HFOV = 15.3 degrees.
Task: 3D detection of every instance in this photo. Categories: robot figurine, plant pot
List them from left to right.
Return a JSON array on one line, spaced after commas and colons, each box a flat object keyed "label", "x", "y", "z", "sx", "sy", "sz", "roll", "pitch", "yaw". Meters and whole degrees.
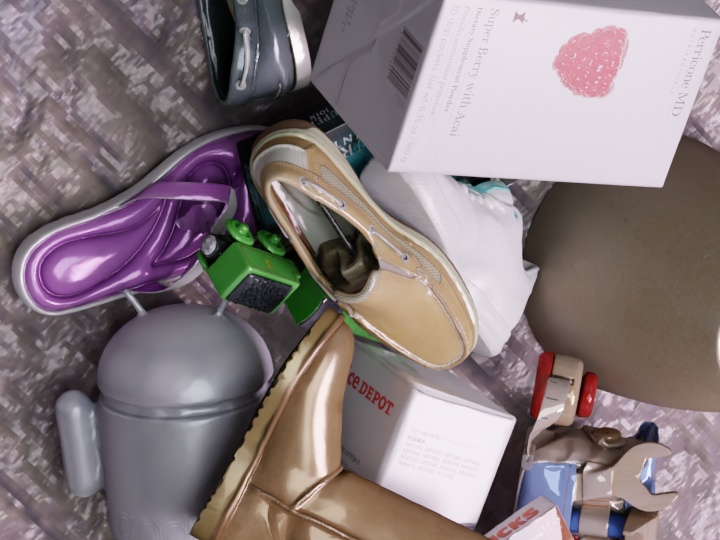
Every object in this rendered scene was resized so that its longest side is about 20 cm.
[{"label": "robot figurine", "x": -0.109, "y": 0.107, "z": 1.712, "sx": 0.169, "sy": 0.113, "sz": 0.200, "roll": -4, "pitch": 107, "yaw": -1}, {"label": "plant pot", "x": 0.232, "y": 0.019, "z": 1.771, "sx": 0.187, "sy": 0.200, "sz": 0.188, "roll": -5, "pitch": 105, "yaw": -20}]

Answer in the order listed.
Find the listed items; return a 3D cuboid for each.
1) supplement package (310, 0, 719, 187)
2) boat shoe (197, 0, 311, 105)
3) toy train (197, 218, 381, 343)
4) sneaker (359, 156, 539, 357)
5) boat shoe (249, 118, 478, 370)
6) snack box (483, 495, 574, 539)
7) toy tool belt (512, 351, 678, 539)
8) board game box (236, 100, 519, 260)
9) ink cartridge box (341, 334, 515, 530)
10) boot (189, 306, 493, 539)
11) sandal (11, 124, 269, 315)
[{"label": "supplement package", "x": 0.094, "y": -0.133, "z": 1.613, "sx": 0.200, "sy": 0.120, "sz": 0.121, "roll": 2, "pitch": 120, "yaw": -30}, {"label": "boat shoe", "x": -0.085, "y": -0.195, "z": 1.668, "sx": 0.062, "sy": 0.073, "sz": 0.200, "roll": -24, "pitch": 116, "yaw": -17}, {"label": "toy train", "x": -0.026, "y": 0.014, "z": 1.715, "sx": 0.200, "sy": 0.056, "sz": 0.042, "roll": 19, "pitch": 121, "yaw": -47}, {"label": "sneaker", "x": 0.064, "y": -0.033, "z": 1.737, "sx": 0.089, "sy": 0.075, "sz": 0.200, "roll": -51, "pitch": 143, "yaw": -16}, {"label": "boat shoe", "x": 0.000, "y": 0.000, "z": 1.644, "sx": 0.072, "sy": 0.076, "sz": 0.200, "roll": -37, "pitch": 115, "yaw": 20}, {"label": "snack box", "x": 0.055, "y": 0.228, "z": 1.697, "sx": 0.200, "sy": 0.024, "sz": 0.072, "roll": -34, "pitch": 117, "yaw": -13}, {"label": "toy tool belt", "x": 0.167, "y": 0.152, "z": 1.811, "sx": 0.123, "sy": 0.125, "sz": 0.200, "roll": 9, "pitch": 118, "yaw": 4}, {"label": "board game box", "x": 0.023, "y": -0.073, "z": 1.728, "sx": 0.200, "sy": 0.028, "sz": 0.135, "roll": -27, "pitch": 142, "yaw": -11}, {"label": "ink cartridge box", "x": 0.008, "y": 0.156, "z": 1.752, "sx": 0.084, "sy": 0.145, "sz": 0.200, "roll": 18, "pitch": 97, "yaw": -25}, {"label": "boot", "x": 0.019, "y": 0.142, "z": 1.641, "sx": 0.200, "sy": 0.066, "sz": 0.175, "roll": 29, "pitch": 99, "yaw": -1}, {"label": "sandal", "x": -0.123, "y": -0.023, "z": 1.709, "sx": 0.202, "sy": 0.050, "sz": 0.083, "roll": -29, "pitch": 114, "yaw": -13}]
